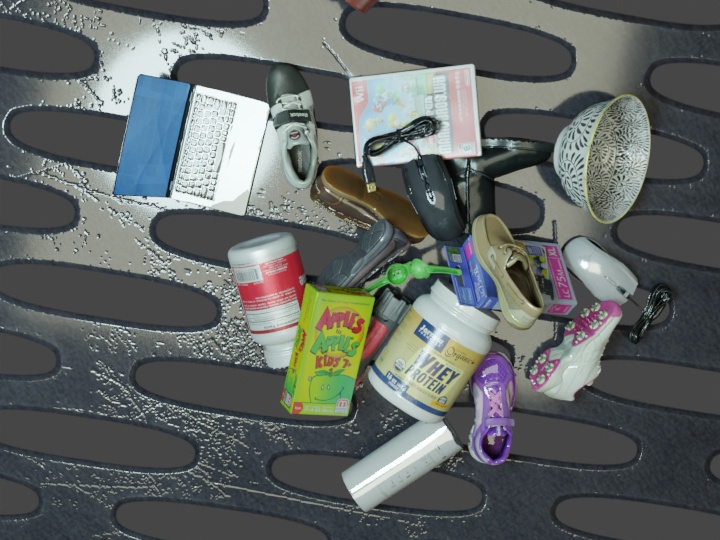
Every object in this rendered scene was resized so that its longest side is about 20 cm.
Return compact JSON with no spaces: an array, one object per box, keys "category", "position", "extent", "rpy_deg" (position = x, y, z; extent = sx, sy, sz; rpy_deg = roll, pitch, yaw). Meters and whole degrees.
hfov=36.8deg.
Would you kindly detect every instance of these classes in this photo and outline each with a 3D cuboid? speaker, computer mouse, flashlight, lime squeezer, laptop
[{"category":"speaker","position":[0.069,0.318,1.806],"extent":[0.200,0.081,0.081],"rpy_deg":[-35,100,5]},{"category":"computer mouse","position":[0.416,0.025,1.781],"extent":[0.200,0.044,0.110],"rpy_deg":[37,98,-9]},{"category":"flashlight","position":[0.005,0.121,1.772],"extent":[0.068,0.068,0.200],"rpy_deg":[32,99,-12]},{"category":"lime squeezer","position":[0.074,0.006,1.722],"extent":[0.200,0.071,0.038],"rpy_deg":[-14,98,25]},{"category":"laptop","position":[-0.258,-0.190,1.677],"extent":[0.200,0.116,0.188],"rpy_deg":[14,101,-5]},{"category":"computer mouse","position":[0.078,-0.129,1.683],"extent":[0.140,0.046,0.200],"rpy_deg":[-15,102,13]}]

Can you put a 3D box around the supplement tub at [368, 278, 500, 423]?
[{"category":"supplement tub","position":[0.121,0.128,1.739],"extent":[0.144,0.144,0.200],"rpy_deg":[32,98,-8]}]

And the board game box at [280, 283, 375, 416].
[{"category":"board game box","position":[-0.052,0.126,1.694],"extent":[0.101,0.048,0.200],"rpy_deg":[6,104,-27]}]

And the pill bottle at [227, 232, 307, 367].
[{"category":"pill bottle","position":[-0.134,0.048,1.729],"extent":[0.112,0.112,0.200],"rpy_deg":[-14,102,1]}]

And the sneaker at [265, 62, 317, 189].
[{"category":"sneaker","position":[-0.099,-0.226,1.688],"extent":[0.074,0.089,0.200],"rpy_deg":[-14,101,-6]}]

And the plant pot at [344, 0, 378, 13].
[{"category":"plant pot","position":[0.014,-0.502,1.597],"extent":[0.201,0.201,0.195],"rpy_deg":[41,105,-9]}]

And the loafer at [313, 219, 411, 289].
[{"category":"loafer","position":[0.000,0.000,1.727],"extent":[0.063,0.072,0.200],"rpy_deg":[28,126,-29]}]

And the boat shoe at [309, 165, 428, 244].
[{"category":"boat shoe","position":[0.015,-0.097,1.735],"extent":[0.200,0.070,0.070],"rpy_deg":[30,136,-7]}]

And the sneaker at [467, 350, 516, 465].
[{"category":"sneaker","position":[0.223,0.236,1.793],"extent":[0.080,0.088,0.201],"rpy_deg":[1,100,-1]}]

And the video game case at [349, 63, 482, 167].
[{"category":"video game case","position":[0.086,-0.241,1.698],"extent":[0.199,0.017,0.143],"rpy_deg":[-4,93,13]}]

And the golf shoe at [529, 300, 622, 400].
[{"category":"golf shoe","position":[0.370,0.135,1.787],"extent":[0.091,0.075,0.200],"rpy_deg":[33,113,-20]}]

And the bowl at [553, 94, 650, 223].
[{"category":"bowl","position":[0.366,-0.181,1.697],"extent":[0.094,0.201,0.201],"rpy_deg":[17,104,39]}]

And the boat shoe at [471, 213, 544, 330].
[{"category":"boat shoe","position":[0.231,-0.010,1.648],"extent":[0.071,0.065,0.200],"rpy_deg":[-6,61,-29]}]

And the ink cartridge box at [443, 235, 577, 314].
[{"category":"ink cartridge box","position":[0.237,0.006,1.709],"extent":[0.200,0.120,0.042],"rpy_deg":[4,145,-20]}]

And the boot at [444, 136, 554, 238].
[{"category":"boot","position":[0.206,-0.132,1.728],"extent":[0.198,0.073,0.163],"rpy_deg":[2,99,5]}]
